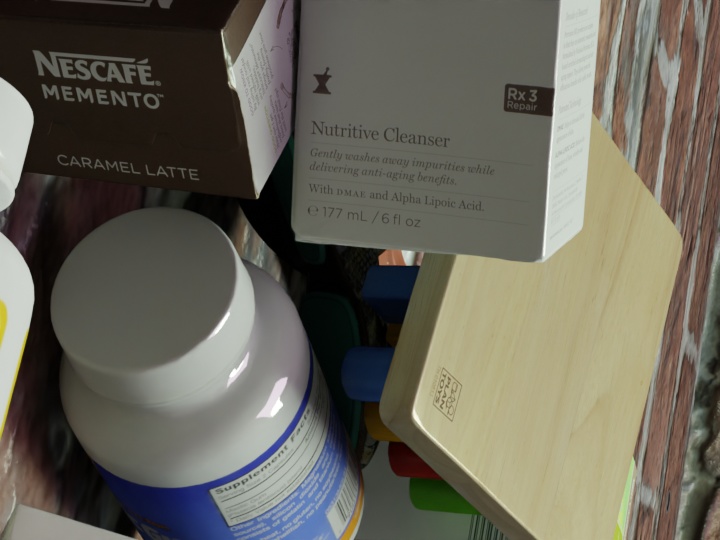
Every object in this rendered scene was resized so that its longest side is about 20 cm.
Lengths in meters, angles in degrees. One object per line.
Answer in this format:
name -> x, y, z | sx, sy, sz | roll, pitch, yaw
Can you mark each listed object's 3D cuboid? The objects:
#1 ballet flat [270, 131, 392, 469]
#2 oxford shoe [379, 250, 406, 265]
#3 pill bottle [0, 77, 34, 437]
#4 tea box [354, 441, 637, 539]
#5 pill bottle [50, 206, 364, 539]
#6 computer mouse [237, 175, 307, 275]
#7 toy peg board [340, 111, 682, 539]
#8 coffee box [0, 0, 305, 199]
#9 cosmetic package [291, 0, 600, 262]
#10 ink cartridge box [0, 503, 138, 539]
ballet flat -> 0.000, 0.000, 0.959 | 0.072, 0.072, 0.202 | -42, 125, -65
oxford shoe -> -0.013, -0.028, 1.124 | 0.074, 0.070, 0.201 | -134, -153, -59
pill bottle -> -0.159, 0.035, 0.569 | 0.111, 0.110, 0.201 | 54, 45, -65
tea box -> 0.043, 0.134, 1.099 | 0.197, 0.198, 0.135 | 56, 43, -63
pill bottle -> -0.070, 0.062, 0.864 | 0.200, 0.111, 0.113 | 69, 32, -54
computer mouse -> -0.037, -0.105, 1.024 | 0.140, 0.046, 0.201 | -40, 123, -57
toy peg board -> 0.057, 0.022, 0.931 | 0.199, 0.097, 0.201 | 45, 54, -46
coffee box -> -0.067, -0.127, 0.805 | 0.201, 0.113, 0.080 | -67, 155, -45
cosmetic package -> 0.038, -0.112, 0.775 | 0.081, 0.112, 0.202 | -35, 128, -67
ink cartridge box -> -0.066, 0.195, 0.747 | 0.086, 0.199, 0.147 | 128, -22, -63
